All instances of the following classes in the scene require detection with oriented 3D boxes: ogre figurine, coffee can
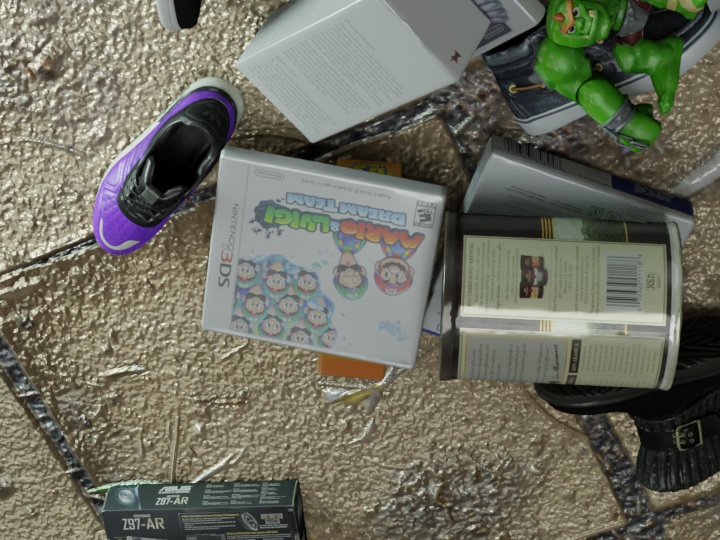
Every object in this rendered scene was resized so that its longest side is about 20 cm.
[{"bbox_3d":[0.205,-0.200,1.444,0.119,0.099,0.201,12,134,0],"label":"ogre figurine"},{"bbox_3d":[0.168,0.026,1.562,0.198,0.147,0.147,3,121,2],"label":"coffee can"}]

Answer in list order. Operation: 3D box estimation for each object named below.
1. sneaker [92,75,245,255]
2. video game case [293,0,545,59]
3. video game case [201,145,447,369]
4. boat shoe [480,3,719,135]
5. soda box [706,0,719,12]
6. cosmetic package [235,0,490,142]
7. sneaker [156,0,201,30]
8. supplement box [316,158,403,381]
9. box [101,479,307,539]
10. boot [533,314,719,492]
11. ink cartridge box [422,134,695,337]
[{"bbox_3d":[-0.182,-0.080,1.602,0.069,0.100,0.200,34,117,-13],"label":"sneaker"},{"bbox_3d":[0.026,-0.235,1.481,0.182,0.023,0.200,43,147,-18],"label":"video game case"},{"bbox_3d":[-0.035,-0.009,1.603,0.198,0.024,0.183,10,121,2],"label":"video game case"},{"bbox_3d":[0.201,-0.191,1.519,0.199,0.071,0.091,-26,120,21],"label":"boat shoe"},{"bbox_3d":[0.273,-0.313,1.446,0.068,0.064,0.201,-20,117,16],"label":"soda box"},{"bbox_3d":[-0.001,-0.185,1.484,0.101,0.071,0.199,44,147,-22],"label":"cosmetic package"},{"bbox_3d":[-0.106,-0.284,1.488,0.111,0.073,0.201,9,120,4],"label":"sneaker"},{"bbox_3d":[0.000,0.000,1.656,0.066,0.069,0.201,6,123,1],"label":"supplement box"},{"bbox_3d":[-0.153,0.293,1.855,0.198,0.044,0.161,-3,120,7],"label":"box"},{"bbox_3d":[0.256,0.134,1.672,0.209,0.080,0.159,-8,129,-12],"label":"boot"},{"bbox_3d":[0.174,-0.005,1.652,0.195,0.043,0.201,18,123,-8],"label":"ink cartridge box"}]
